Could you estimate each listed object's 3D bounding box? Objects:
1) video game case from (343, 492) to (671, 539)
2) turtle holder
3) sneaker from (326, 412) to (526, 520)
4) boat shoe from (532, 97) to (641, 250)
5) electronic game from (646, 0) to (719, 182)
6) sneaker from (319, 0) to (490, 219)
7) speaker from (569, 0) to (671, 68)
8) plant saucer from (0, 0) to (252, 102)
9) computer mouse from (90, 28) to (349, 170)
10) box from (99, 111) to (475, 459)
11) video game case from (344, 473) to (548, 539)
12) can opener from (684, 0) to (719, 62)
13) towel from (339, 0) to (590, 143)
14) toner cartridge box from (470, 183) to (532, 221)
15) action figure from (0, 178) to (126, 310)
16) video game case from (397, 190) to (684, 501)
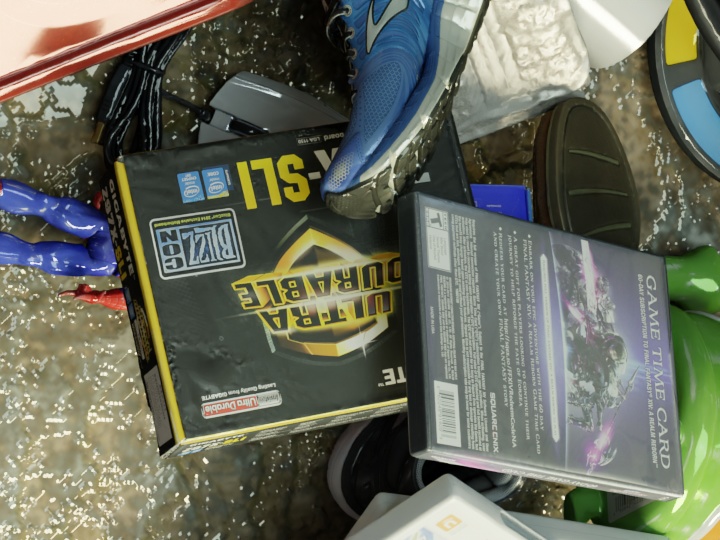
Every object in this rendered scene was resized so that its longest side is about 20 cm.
[{"bbox_3d":[0.058,0.206,1.709,0.200,0.024,0.182,11,132,-27],"label":"video game case"},{"bbox_3d":[0.194,0.086,1.773,0.131,0.186,0.141,12,124,-27],"label":"turtle holder"},{"bbox_3d":[0.075,0.076,1.711,0.200,0.114,0.076,-47,114,-14],"label":"sneaker"},{"bbox_3d":[0.121,0.002,1.688,0.072,0.068,0.200,3,75,-41],"label":"boat shoe"},{"bbox_3d":[0.266,-0.145,1.820,0.200,0.042,0.201,-3,97,-26],"label":"electronic game"},{"bbox_3d":[0.012,-0.118,1.574,0.089,0.079,0.200,19,63,4],"label":"sneaker"},{"bbox_3d":[0.092,-0.205,1.704,0.200,0.081,0.081,36,80,-26],"label":"speaker"},{"bbox_3d":[-0.157,-0.182,1.537,0.199,0.037,0.200,-22,130,-8],"label":"plant saucer"},{"bbox_3d":[-0.053,-0.076,1.668,0.200,0.044,0.110,23,84,-27],"label":"computer mouse"},{"bbox_3d":[-0.029,0.005,1.582,0.200,0.049,0.160,-9,78,-21],"label":"box"},{"bbox_3d":[0.029,0.208,1.669,0.200,0.022,0.182,-35,134,21],"label":"video game case"},{"bbox_3d":[0.248,-0.117,1.752,0.063,0.079,0.200,-30,115,-6],"label":"can opener"},{"bbox_3d":[0.046,-0.159,1.661,0.132,0.035,0.200,-22,122,8],"label":"towel"},{"bbox_3d":[0.000,0.000,1.642,0.200,0.043,0.095,1,77,-19],"label":"toner cartridge box"},{"bbox_3d":[-0.150,-0.014,1.628,0.200,0.052,0.066,14,86,-30],"label":"action figure"},{"bbox_3d":[0.100,0.044,1.591,0.200,0.019,0.143,14,66,-42],"label":"video game case"}]
